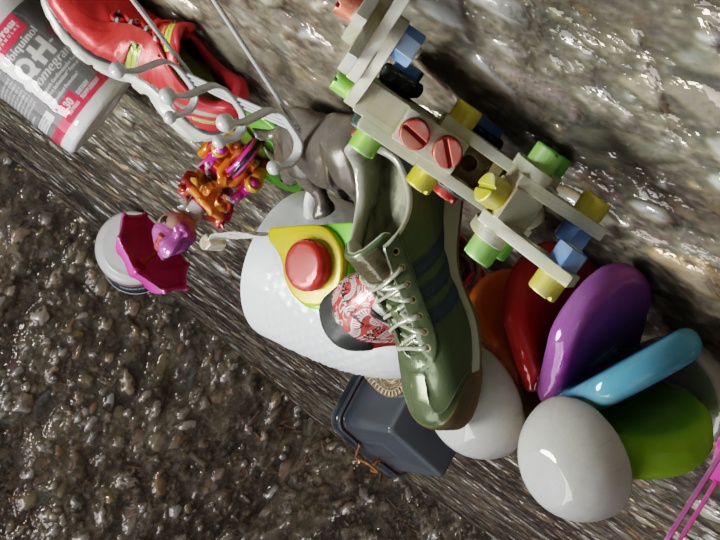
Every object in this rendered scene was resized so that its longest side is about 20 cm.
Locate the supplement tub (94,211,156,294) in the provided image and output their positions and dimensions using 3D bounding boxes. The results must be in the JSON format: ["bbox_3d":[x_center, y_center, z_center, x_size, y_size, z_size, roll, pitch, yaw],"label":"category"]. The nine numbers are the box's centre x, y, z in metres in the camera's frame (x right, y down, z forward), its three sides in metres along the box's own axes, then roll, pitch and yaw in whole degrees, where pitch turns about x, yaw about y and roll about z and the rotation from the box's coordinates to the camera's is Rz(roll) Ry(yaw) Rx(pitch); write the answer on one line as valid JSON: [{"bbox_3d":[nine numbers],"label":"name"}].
[{"bbox_3d":[-0.442,-0.030,2.100,0.140,0.141,0.200,37,168,-1],"label":"supplement tub"}]

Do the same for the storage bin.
[{"bbox_3d":[0.066,0.276,1.818,0.200,0.147,0.134,44,156,-30],"label":"storage bin"}]

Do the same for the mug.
[{"bbox_3d":[0.000,0.000,0.969,0.174,0.147,0.202,22,132,32],"label":"mug"}]

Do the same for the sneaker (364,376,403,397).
[{"bbox_3d":[0.022,0.080,1.333,0.108,0.070,0.201,11,-146,-54],"label":"sneaker"}]

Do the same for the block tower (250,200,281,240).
[{"bbox_3d":[-0.071,-0.045,1.170,0.058,0.054,0.200,40,168,-9],"label":"block tower"}]

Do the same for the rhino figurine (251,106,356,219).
[{"bbox_3d":[-0.030,-0.089,0.856,0.199,0.059,0.088,20,139,57],"label":"rhino figurine"}]

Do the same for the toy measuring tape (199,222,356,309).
[{"bbox_3d":[-0.058,-0.002,0.900,0.198,0.074,0.074,-2,145,37],"label":"toy measuring tape"}]

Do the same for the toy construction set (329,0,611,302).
[{"bbox_3d":[0.049,-0.075,0.611,0.200,0.092,0.131,47,-169,-10],"label":"toy construction set"}]

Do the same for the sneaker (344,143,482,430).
[{"bbox_3d":[0.025,0.003,0.701,0.089,0.203,0.067,5,169,-43],"label":"sneaker"}]

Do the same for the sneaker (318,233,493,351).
[{"bbox_3d":[0.073,0.015,0.837,0.108,0.199,0.068,-38,64,46],"label":"sneaker"}]

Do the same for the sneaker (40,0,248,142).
[{"bbox_3d":[-0.175,-0.196,0.908,0.199,0.078,0.085,36,150,-17],"label":"sneaker"}]

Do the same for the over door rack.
[{"bbox_3d":[-0.131,-0.164,0.777,0.147,0.067,0.201,28,152,36],"label":"over door rack"}]

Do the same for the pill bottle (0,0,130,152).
[{"bbox_3d":[-0.356,-0.231,1.158,0.199,0.111,0.111,39,168,-11],"label":"pill bottle"}]

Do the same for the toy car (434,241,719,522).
[{"bbox_3d":[0.152,0.059,0.735,0.199,0.174,0.152,28,128,44],"label":"toy car"}]

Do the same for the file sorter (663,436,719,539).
[{"bbox_3d":[0.351,0.248,0.869,0.199,0.126,0.139,32,167,25],"label":"file sorter"}]

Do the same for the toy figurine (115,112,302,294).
[{"bbox_3d":[-0.158,-0.060,1.046,0.150,0.185,0.200,40,167,-16],"label":"toy figurine"}]
